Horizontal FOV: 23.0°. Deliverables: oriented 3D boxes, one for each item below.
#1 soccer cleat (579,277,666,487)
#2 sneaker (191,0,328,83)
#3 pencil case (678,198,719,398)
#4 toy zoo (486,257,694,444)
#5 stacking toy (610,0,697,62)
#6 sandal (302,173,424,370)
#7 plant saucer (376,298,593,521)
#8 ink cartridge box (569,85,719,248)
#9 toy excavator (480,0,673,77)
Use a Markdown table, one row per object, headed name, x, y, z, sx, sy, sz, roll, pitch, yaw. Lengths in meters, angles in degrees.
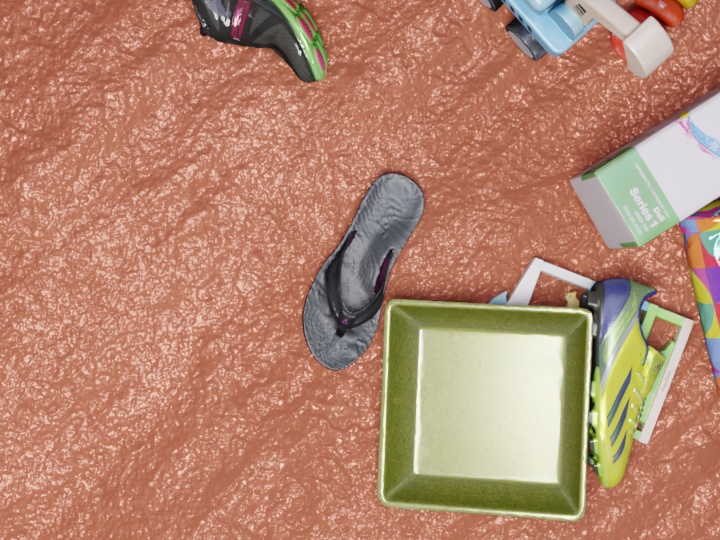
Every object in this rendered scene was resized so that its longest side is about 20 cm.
| name | x | y | z | sx | sy | sz | roll | pitch | yaw |
| --- | --- | --- | --- | --- | --- | --- | --- | --- | --- |
| soccer cleat | 0.252 | 0.107 | 1.684 | 0.083 | 0.065 | 0.201 | 0 | 89 | -4 |
| sneaker | -0.112 | -0.247 | 1.699 | 0.200 | 0.077 | 0.084 | 42 | 106 | 2 |
| pencil case | 0.362 | 0.025 | 1.690 | 0.088 | 0.088 | 0.201 | -14 | 99 | -2 |
| toy zoo | 0.209 | 0.073 | 1.725 | 0.199 | 0.020 | 0.132 | 21 | 89 | -2 |
| stacking toy | 0.309 | -0.288 | 1.711 | 0.085 | 0.085 | 0.200 | 34 | 96 | -2 |
| sandal | -0.001 | -0.001 | 1.704 | 0.075 | 0.048 | 0.201 | 22 | 88 | -2 |
| plant saucer | 0.121 | 0.130 | 1.689 | 0.199 | 0.048 | 0.201 | 3 | 92 | 13 |
| ink cartridge box | 0.311 | -0.107 | 1.668 | 0.200 | 0.145 | 0.084 | -32 | 91 | -2 |
| toy excavator | 0.195 | -0.250 | 1.637 | 0.100 | 0.200 | 0.195 | -42 | 91 | -1 |
